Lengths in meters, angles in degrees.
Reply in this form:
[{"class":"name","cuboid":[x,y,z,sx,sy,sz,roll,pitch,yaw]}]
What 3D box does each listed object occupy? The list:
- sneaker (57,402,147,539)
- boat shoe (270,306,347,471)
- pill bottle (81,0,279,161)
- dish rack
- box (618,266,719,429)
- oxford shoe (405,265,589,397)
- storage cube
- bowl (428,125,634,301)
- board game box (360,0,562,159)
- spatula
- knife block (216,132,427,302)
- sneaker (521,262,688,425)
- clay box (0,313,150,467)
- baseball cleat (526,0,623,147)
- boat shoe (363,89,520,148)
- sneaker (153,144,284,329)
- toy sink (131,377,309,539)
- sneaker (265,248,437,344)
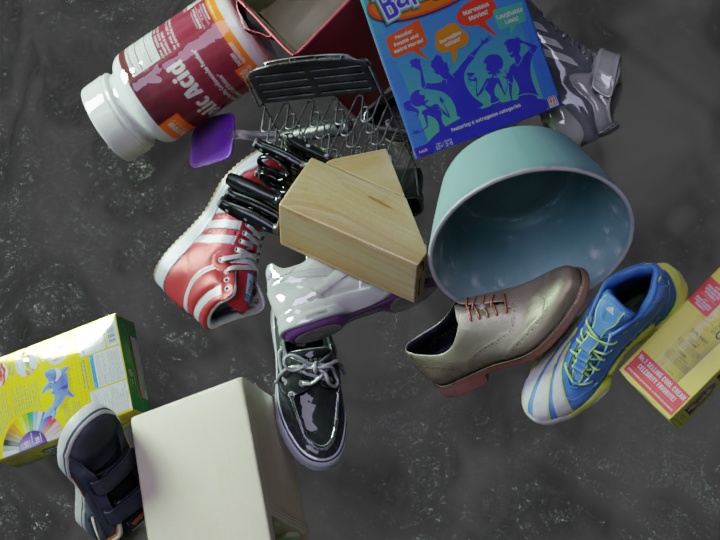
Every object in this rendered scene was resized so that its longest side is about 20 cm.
[{"class":"sneaker","cuboid":[-0.248,0.213,1.690,0.079,0.201,0.078,33,59,24]},{"class":"boat shoe","cuboid":[-0.050,0.099,1.693,0.073,0.068,0.201,-1,66,-9]},{"class":"pill bottle","cuboid":[-0.198,-0.213,1.834,0.199,0.114,0.115,-33,65,10]},{"class":"dish rack","cuboid":[-0.028,-0.134,1.701,0.152,0.200,0.055,-5,48,21]},{"class":"box","cuboid":[0.338,0.050,1.568,0.200,0.050,0.075,-45,64,4]},{"class":"oxford shoe","cuboid":[0.130,0.051,1.608,0.200,0.074,0.071,-38,34,25]},{"class":"storage cube","cuboid":[-0.026,-0.300,1.754,0.200,0.180,0.171,-46,63,4]},{"class":"bowl","cuboid":[0.154,-0.061,1.617,0.200,0.201,0.105,-24,47,14]},{"class":"board game box","cuboid":[0.090,-0.227,1.620,0.151,0.045,0.201,-21,94,1]},{"class":"spatula","cuboid":[-0.099,-0.148,1.825,0.199,0.021,0.057,-4,74,21]},{"class":"knife block","cuboid":[-0.043,-0.048,1.635,0.174,0.064,0.201,-14,55,-10]},{"class":"sneaker","cuboid":[0.219,0.059,1.583,0.200,0.105,0.076,-46,63,3]},{"class":"clay box","cuboid":[-0.331,0.135,1.818,0.199,0.048,0.116,-21,67,17]},{"class":"baseball cleat","cuboid":[0.205,-0.220,1.705,0.106,0.070,0.201,-22,77,8]},{"class":"boat shoe","cuboid":[0.091,-0.168,1.703,0.199,0.065,0.072,-10,84,37]},{"class":"sneaker","cuboid":[-0.122,-0.029,1.770,0.200,0.071,0.112,-51,59,10]},{"class":"toy sink","cuboid":[-0.134,0.231,1.673,0.130,0.112,0.201,-21,62,15]},{"class":"sneaker","cuboid":[0.000,0.000,1.672,0.199,0.075,0.100,-17,70,-18]}]
